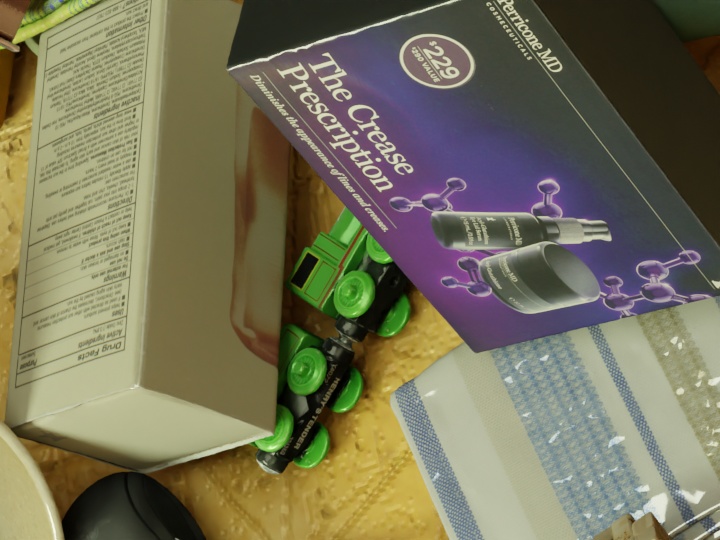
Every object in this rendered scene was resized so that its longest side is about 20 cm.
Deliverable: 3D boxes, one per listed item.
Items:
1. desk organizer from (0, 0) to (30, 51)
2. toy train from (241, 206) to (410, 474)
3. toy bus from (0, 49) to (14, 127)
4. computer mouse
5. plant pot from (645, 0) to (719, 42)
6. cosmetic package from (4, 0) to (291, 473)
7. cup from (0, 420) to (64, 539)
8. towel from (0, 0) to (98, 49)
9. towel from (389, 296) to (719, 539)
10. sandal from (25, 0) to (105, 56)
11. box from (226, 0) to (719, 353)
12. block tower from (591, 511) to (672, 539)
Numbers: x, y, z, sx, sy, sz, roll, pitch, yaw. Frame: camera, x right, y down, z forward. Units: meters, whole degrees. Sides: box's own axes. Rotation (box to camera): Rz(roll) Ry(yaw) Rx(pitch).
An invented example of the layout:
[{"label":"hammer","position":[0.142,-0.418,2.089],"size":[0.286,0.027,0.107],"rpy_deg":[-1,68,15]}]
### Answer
[{"label":"desk organizer","position":[-0.230,-0.175,1.357],"size":[0.200,0.072,0.077],"rpy_deg":[24,89,44]},{"label":"toy train","position":[0.000,0.000,1.297],"size":[0.056,0.042,0.201],"rpy_deg":[32,92,42]},{"label":"toy bus","position":[-0.215,-0.135,1.435],"size":[0.078,0.065,0.201],"rpy_deg":[1,76,26]},{"label":"computer mouse","position":[-0.060,0.154,1.257],"size":[0.140,0.046,0.200],"rpy_deg":[-38,63,13]},{"label":"plant pot","position":[0.152,-0.185,1.188],"size":[0.188,0.200,0.201],"rpy_deg":[-30,63,31]},{"label":"cosmetic package","position":[-0.094,-0.020,1.300],"size":[0.103,0.087,0.201],"rpy_deg":[-17,61,44]},{"label":"cup","position":[-0.251,0.133,1.295],"size":[0.143,0.200,0.201],"rpy_deg":[17,83,64]},{"label":"towel","position":[-0.128,-0.202,1.373],"size":[0.143,0.023,0.201],"rpy_deg":[-20,45,45]},{"label":"towel","position":[0.117,0.063,1.225],"size":[0.200,0.024,0.147],"rpy_deg":[-34,61,14]},{"label":"sandal","position":[-0.094,-0.176,1.385],"size":[0.201,0.057,0.080],"rpy_deg":[-43,61,11]},{"label":"box","position":[0.060,-0.064,1.173],"size":[0.141,0.200,0.079],"rpy_deg":[-17,44,30]},{"label":"block tower","position":[0.056,0.180,1.175],"size":[0.200,0.054,0.058],"rpy_deg":[-35,99,10]}]
